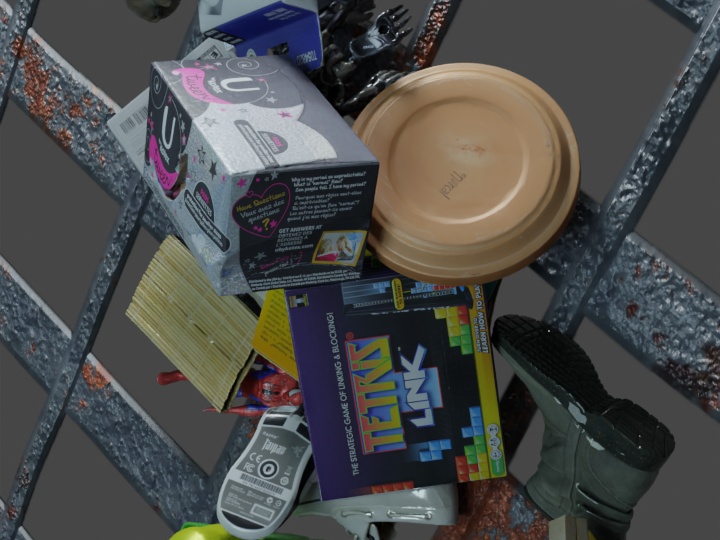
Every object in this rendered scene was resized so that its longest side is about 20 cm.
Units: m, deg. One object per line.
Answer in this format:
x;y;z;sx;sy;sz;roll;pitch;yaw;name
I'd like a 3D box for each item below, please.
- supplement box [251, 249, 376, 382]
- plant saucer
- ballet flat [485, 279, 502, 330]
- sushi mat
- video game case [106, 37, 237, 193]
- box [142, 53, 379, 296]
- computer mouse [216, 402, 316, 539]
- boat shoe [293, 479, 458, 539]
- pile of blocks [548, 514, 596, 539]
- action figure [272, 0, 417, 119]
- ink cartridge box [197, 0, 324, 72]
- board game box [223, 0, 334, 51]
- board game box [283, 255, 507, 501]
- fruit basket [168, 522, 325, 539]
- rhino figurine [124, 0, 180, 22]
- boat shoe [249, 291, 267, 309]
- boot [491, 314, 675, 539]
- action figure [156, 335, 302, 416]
0.000;0.000;1.556;0.109;0.108;0.201;33;116;34;supplement box
0.080;-0.084;1.439;0.199;0.032;0.202;-3;64;7;plant saucer
0.083;0.029;1.530;0.201;0.068;0.063;-68;27;21;ballet flat
-0.162;0.049;1.727;0.200;0.012;0.096;40;105;44;sushi mat
-0.137;-0.112;1.676;0.143;0.018;0.200;-38;67;4;video game case
-0.087;-0.084;1.434;0.200;0.131;0.115;-128;39;-50;box
-0.067;0.161;1.609;0.109;0.044;0.201;20;65;21;computer mouse
0.008;0.218;1.607;0.199;0.071;0.070;-13;86;36;boat shoe
0.211;0.283;1.426;0.201;0.082;0.062;57;144;1;pile of blocks
-0.008;-0.189;1.550;0.119;0.102;0.200;59;154;9;action figure
-0.095;-0.266;1.547;0.199;0.040;0.202;175;88;-65;ink cartridge box
-0.076;-0.333;1.624;0.199;0.041;0.201;-24;79;41;board game box
0.031;0.086;1.482;0.164;0.057;0.201;-9;112;1;board game box
-0.106;0.302;1.628;0.215;0.215;0.157;2;97;41;fruit basket
-0.221;-0.337;1.739;0.087;0.059;0.201;-38;67;49;rhino figurine
-0.101;-0.017;1.691;0.063;0.073;0.200;-39;55;-9;boat shoe
0.161;0.140;1.465;0.200;0.067;0.131;44;127;30;boot
-0.122;0.107;1.720;0.199;0.052;0.066;11;98;38;action figure
